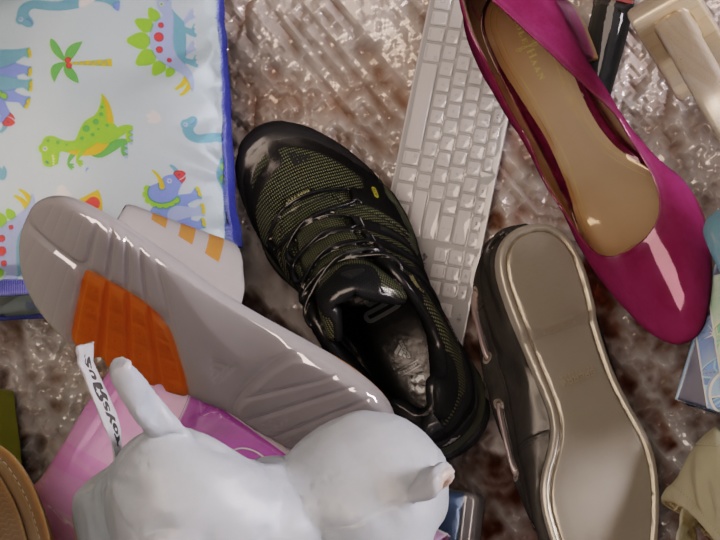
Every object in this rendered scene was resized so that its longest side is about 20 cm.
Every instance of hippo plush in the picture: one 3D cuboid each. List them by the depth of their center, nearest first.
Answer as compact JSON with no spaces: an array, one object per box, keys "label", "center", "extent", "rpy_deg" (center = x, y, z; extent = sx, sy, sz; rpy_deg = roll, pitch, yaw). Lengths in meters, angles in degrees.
[{"label":"hippo plush","center":[-0.042,0.118,1.149],"extent":[0.160,0.159,0.201],"rpy_deg":[-10,97,-18]}]

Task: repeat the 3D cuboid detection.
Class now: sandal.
[{"label":"sandal","center":[-0.071,0.024,1.207],"extent":[0.206,0.059,0.079],"rpy_deg":[31,129,-2]}]

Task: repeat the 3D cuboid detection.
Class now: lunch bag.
[{"label":"lunch bag","center":[-0.161,-0.063,1.284],"extent":[0.199,0.127,0.171],"rpy_deg":[-6,82,16]}]

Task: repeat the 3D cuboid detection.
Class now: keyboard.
[{"label":"keyboard","center":[0.044,-0.048,1.290],"extent":[0.056,0.011,0.201],"rpy_deg":[11,87,15]}]

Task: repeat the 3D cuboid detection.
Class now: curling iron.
[{"label":"curling iron","center":[0.141,-0.144,1.266],"extent":[0.049,0.026,0.201],"rpy_deg":[20,90,18]}]

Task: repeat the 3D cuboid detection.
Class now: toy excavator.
[{"label":"toy excavator","center":[0.196,-0.030,1.149],"extent":[0.100,0.195,0.201],"rpy_deg":[-28,106,11]}]

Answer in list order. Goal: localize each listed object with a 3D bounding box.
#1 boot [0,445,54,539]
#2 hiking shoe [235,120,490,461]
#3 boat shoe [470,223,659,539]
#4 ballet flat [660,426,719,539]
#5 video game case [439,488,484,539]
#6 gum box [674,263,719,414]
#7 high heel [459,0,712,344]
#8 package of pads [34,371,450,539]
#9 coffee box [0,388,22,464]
[{"label":"boot","center":[-0.157,0.185,1.222],"extent":[0.073,0.155,0.201],"rpy_deg":[-14,82,8]},{"label":"hiking shoe","center":[0.000,0.000,1.238],"extent":[0.076,0.101,0.200],"rpy_deg":[-34,76,-1]},{"label":"boat shoe","center":[0.102,0.075,1.247],"extent":[0.067,0.057,0.201],"rpy_deg":[-11,84,-19]},{"label":"ballet flat","center":[0.192,0.157,1.164],"extent":[0.069,0.070,0.200],"rpy_deg":[-33,37,9]},{"label":"video game case","center":[-0.036,0.203,1.279],"extent":[0.181,0.022,0.201],"rpy_deg":[6,86,15]},{"label":"gum box","center":[0.275,0.012,1.206],"extent":[0.199,0.045,0.171],"rpy_deg":[17,89,17]},{"label":"high heel","center":[0.105,-0.054,1.210],"extent":[0.067,0.096,0.201],"rpy_deg":[-36,70,26]},{"label":"package of pads","center":[-0.065,0.129,1.243],"extent":[0.200,0.076,0.121],"rpy_deg":[34,95,15]},{"label":"coffee box","center":[-0.289,0.165,1.256],"extent":[0.197,0.200,0.201],"rpy_deg":[-9,82,13]}]
